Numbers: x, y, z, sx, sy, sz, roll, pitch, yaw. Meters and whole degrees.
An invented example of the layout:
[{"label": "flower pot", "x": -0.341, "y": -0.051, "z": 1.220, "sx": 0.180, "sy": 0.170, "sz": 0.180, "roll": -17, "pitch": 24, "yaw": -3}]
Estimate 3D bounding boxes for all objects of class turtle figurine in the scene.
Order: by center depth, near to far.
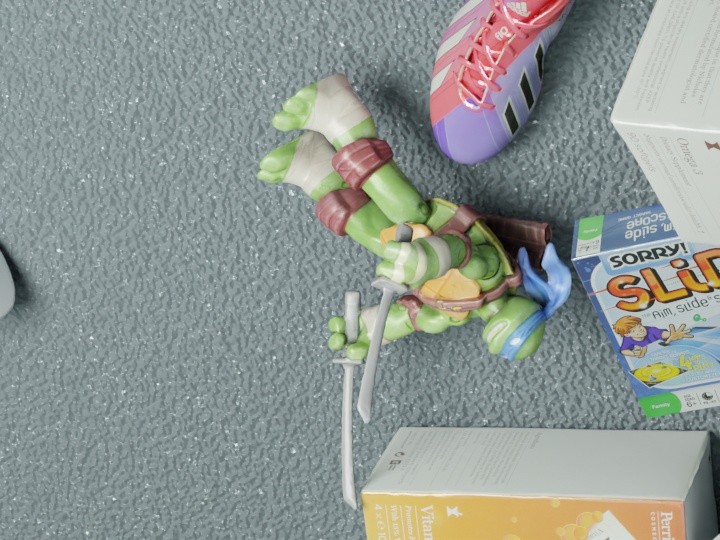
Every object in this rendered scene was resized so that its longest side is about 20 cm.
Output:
[{"label": "turtle figurine", "x": 0.000, "y": 0.000, "z": 1.569, "sx": 0.200, "sy": 0.144, "sz": 0.194, "roll": -40, "pitch": 73, "yaw": 6}]

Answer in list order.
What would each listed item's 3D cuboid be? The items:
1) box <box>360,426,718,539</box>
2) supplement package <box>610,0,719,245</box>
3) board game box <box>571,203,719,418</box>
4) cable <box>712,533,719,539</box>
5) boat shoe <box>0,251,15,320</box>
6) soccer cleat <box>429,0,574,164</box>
[{"label": "box", "x": 0.112, "y": 0.171, "z": 1.654, "sx": 0.199, "sy": 0.098, "sz": 0.125, "roll": -1, "pitch": 111, "yaw": 17}, {"label": "supplement package", "x": 0.251, "y": -0.082, "z": 1.389, "sx": 0.200, "sy": 0.118, "sz": 0.117, "roll": 7, "pitch": 151, "yaw": 33}, {"label": "board game box", "x": 0.233, "y": 0.010, "z": 1.504, "sx": 0.199, "sy": 0.035, "sz": 0.136, "roll": -12, "pitch": 131, "yaw": 21}, {"label": "cable", "x": 0.267, "y": 0.222, "z": 1.587, "sx": 0.200, "sy": 0.069, "sz": 0.200, "roll": 37, "pitch": 89, "yaw": -26}, {"label": "boat shoe", "x": -0.301, "y": -0.034, "z": 1.724, "sx": 0.200, "sy": 0.069, "sz": 0.057, "roll": 46, "pitch": 125, "yaw": 2}, {"label": "soccer cleat", "x": 0.087, "y": -0.142, "z": 1.545, "sx": 0.067, "sy": 0.076, "sz": 0.200, "roll": 30, "pitch": 117, "yaw": 4}]
